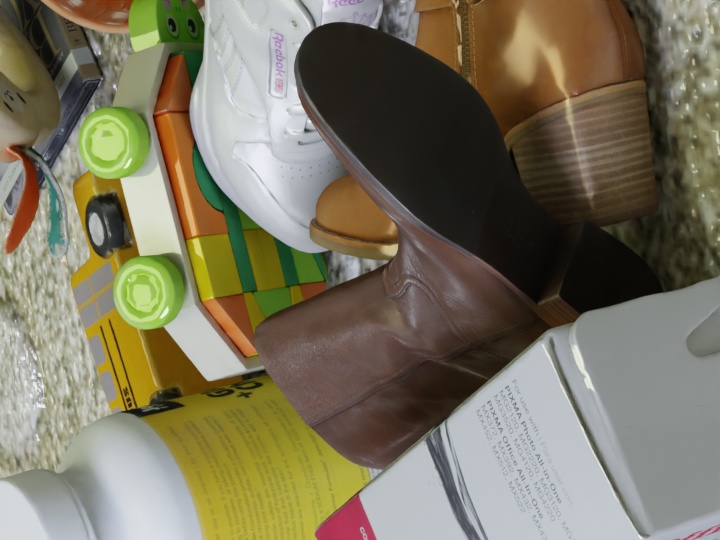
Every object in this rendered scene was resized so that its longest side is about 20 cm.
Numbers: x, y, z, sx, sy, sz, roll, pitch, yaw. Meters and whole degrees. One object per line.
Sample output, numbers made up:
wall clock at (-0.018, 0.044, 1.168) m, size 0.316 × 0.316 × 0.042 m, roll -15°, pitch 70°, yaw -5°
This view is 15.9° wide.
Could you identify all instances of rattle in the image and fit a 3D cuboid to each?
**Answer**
rattle at (-0.166, -0.120, 1.363) m, size 0.200 × 0.142 × 0.130 m, roll 58°, pitch 180°, yaw 42°

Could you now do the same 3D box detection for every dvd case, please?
dvd case at (-0.216, -0.155, 1.509) m, size 0.201 × 0.016 × 0.149 m, roll 65°, pitch 146°, yaw 19°

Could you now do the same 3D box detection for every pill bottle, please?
pill bottle at (-0.071, 0.113, 1.197) m, size 0.112 × 0.199 × 0.113 m, roll 26°, pitch 122°, yaw 51°

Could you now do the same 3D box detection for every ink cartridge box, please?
ink cartridge box at (0.095, 0.081, 0.973) m, size 0.200 × 0.144 × 0.084 m, roll -44°, pitch 65°, yaw 54°

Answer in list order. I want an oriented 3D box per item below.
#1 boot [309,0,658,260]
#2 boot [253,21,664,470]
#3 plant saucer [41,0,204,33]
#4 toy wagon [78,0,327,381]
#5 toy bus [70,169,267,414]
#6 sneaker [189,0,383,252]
boot at (0.041, -0.089, 1.075) m, size 0.199 × 0.073 × 0.156 m, roll -10°, pitch 94°, yaw 46°
boot at (0.000, 0.000, 1.041) m, size 0.186 × 0.064 × 0.200 m, roll 43°, pitch 146°, yaw -14°
plant saucer at (-0.122, -0.220, 1.282) m, size 0.199 × 0.032 × 0.202 m, roll 14°, pitch 112°, yaw 37°
toy wagon at (-0.074, -0.051, 1.200) m, size 0.039 × 0.155 × 0.201 m, roll -15°, pitch 87°, yaw 25°
toy bus at (-0.098, 0.043, 1.346) m, size 0.078 × 0.065 × 0.201 m, roll -35°, pitch 71°, yaw 58°
sneaker at (-0.030, -0.096, 1.129) m, size 0.099 × 0.075 × 0.201 m, roll 21°, pitch 129°, yaw 53°
